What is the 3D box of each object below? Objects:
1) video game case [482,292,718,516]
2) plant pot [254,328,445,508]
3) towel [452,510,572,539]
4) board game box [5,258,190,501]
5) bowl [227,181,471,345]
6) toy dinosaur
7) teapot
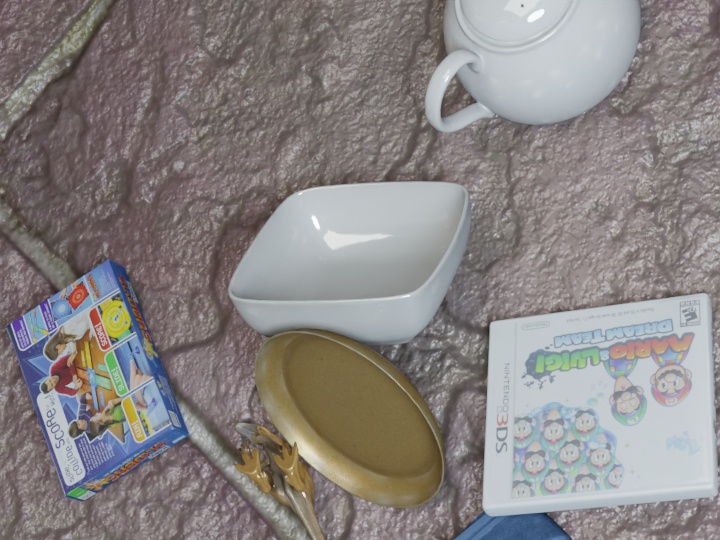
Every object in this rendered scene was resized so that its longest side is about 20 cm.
[{"bbox_3d":[0.203,0.114,1.427,0.199,0.024,0.183,-8,57,22],"label":"video game case"},{"bbox_3d":[-0.006,0.125,1.464,0.199,0.201,0.027,19,48,28],"label":"plant pot"},{"bbox_3d":[0.147,0.268,1.373,0.111,0.049,0.200,-36,36,-11],"label":"towel"},{"bbox_3d":[-0.263,0.107,1.657,0.135,0.034,0.201,-31,63,13],"label":"board game box"},{"bbox_3d":[0.000,0.000,1.514,0.199,0.075,0.200,-2,34,23],"label":"bowl"},{"bbox_3d":[-0.058,0.199,1.510,0.060,0.106,0.201,-32,56,4],"label":"toy dinosaur"},{"bbox_3d":[0.151,-0.234,1.518,0.196,0.146,0.201,-12,70,21],"label":"teapot"}]
